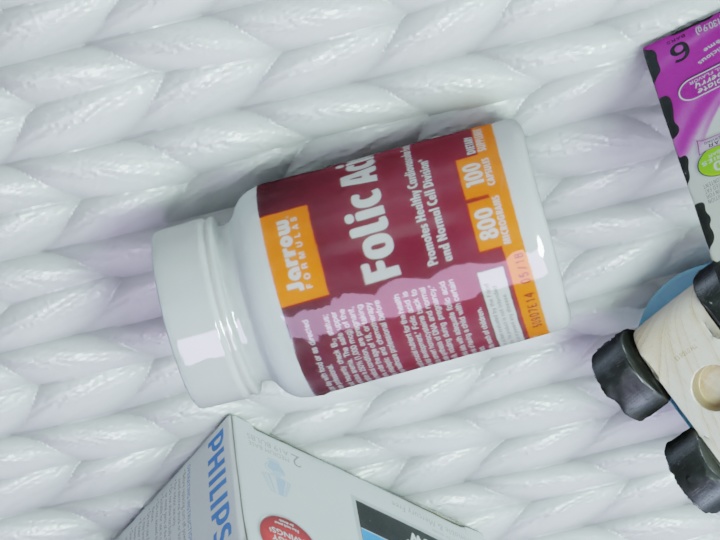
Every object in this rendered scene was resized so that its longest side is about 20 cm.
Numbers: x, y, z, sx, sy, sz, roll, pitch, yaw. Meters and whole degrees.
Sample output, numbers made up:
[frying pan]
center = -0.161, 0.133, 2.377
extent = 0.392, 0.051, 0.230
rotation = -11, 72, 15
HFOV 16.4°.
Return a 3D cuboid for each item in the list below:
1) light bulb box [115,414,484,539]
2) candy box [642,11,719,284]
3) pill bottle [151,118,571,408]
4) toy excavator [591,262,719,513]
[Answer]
[light bulb box]
center = -0.051, 0.221, 1.468
extent = 0.198, 0.125, 0.200
rotation = 28, 121, -28
[candy box]
center = 0.226, -0.060, 1.219
extent = 0.136, 0.200, 0.061
rotation = -25, 130, 12
[pill bottle]
center = 0.000, 0.000, 1.293
extent = 0.199, 0.114, 0.114
rotation = -15, 131, 4
[toy excavator]
center = 0.247, 0.077, 1.414
extent = 0.100, 0.200, 0.195
rotation = -41, 80, 25
